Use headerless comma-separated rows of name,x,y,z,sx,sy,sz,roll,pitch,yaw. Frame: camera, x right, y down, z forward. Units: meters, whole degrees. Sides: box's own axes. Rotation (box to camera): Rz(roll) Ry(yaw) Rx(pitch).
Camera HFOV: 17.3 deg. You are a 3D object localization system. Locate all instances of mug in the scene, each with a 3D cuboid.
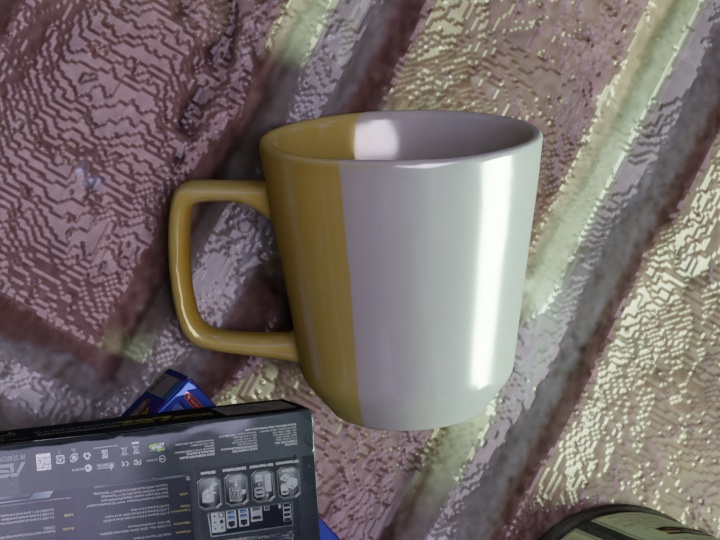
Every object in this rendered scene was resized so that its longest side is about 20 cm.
mug,0.009,-0.001,1.276,0.149,0.186,0.153,-21,113,-50

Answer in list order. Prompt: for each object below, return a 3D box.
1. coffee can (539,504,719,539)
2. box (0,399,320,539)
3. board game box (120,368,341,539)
coffee can,0.182,0.218,1.303,0.146,0.200,0.147,-2,95,-20
box,-0.119,0.155,1.219,0.200,0.051,0.158,-6,96,-20
board game box,-0.081,0.172,1.285,0.134,0.045,0.200,-45,107,-11
